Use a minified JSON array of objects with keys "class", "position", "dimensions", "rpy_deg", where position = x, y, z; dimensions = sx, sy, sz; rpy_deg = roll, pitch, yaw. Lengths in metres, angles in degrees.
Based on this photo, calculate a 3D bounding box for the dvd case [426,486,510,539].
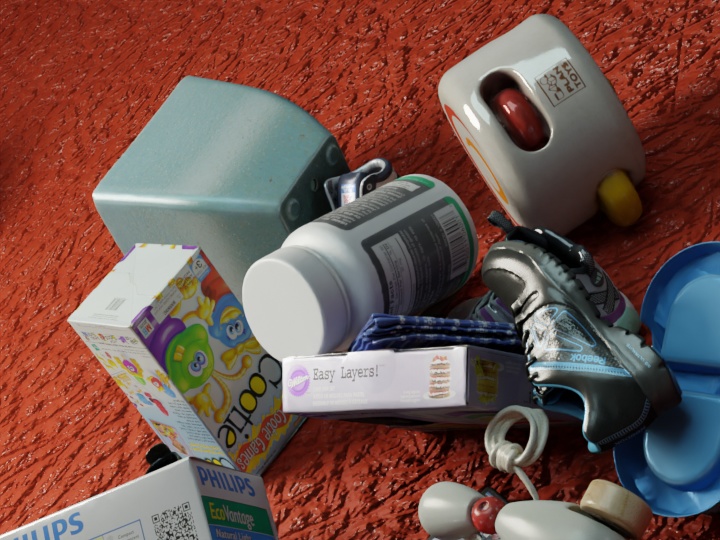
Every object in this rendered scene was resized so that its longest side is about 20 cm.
[{"class":"dvd case","position":[0.059,0.258,1.425],"dimensions":[0.200,0.018,0.143],"rpy_deg":[-40,29,-8]}]

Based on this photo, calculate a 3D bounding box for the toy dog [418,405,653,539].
[{"class":"toy dog","position":[0.137,0.198,1.354],"dimensions":[0.132,0.096,0.200],"rpy_deg":[-44,33,-3]}]

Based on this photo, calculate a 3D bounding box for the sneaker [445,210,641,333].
[{"class":"sneaker","position":[0.130,0.007,1.598],"dimensions":[0.199,0.140,0.078],"rpy_deg":[-4,41,41]}]

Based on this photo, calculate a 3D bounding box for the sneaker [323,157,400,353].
[{"class":"sneaker","position":[-0.008,-0.020,1.812],"dimensions":[0.070,0.109,0.201],"rpy_deg":[-3,41,43]}]

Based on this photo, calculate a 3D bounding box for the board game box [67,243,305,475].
[{"class":"board game box","position":[-0.150,0.084,1.707],"dimensions":[0.104,0.201,0.103],"rpy_deg":[4,46,49]}]

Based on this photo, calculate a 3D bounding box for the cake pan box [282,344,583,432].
[{"class":"cake pan box","position":[0.062,0.096,1.507],"dimensions":[0.199,0.183,0.053],"rpy_deg":[-5,76,39]}]

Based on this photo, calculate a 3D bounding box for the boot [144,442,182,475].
[{"class":"boot","position":[-0.124,0.240,1.515],"dimensions":[0.077,0.139,0.200],"rpy_deg":[-34,30,0]}]

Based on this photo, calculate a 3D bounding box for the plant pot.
[{"class":"plant pot","position":[-0.108,-0.062,1.909],"dimensions":[0.198,0.197,0.196],"rpy_deg":[4,45,35]}]

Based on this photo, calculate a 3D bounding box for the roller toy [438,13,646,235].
[{"class":"roller toy","position":[0.170,-0.131,1.718],"dimensions":[0.139,0.183,0.200],"rpy_deg":[-33,29,0]}]

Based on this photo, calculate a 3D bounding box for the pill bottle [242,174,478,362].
[{"class":"pill bottle","position":[0.000,0.000,1.609],"dimensions":[0.112,0.114,0.199],"rpy_deg":[-1,19,44]}]

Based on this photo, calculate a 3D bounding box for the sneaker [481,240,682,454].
[{"class":"sneaker","position":[0.142,0.051,1.379],"dimensions":[0.082,0.073,0.200],"rpy_deg":[-40,48,-7]}]

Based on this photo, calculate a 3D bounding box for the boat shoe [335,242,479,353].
[{"class":"boat shoe","position":[0.037,0.032,1.733],"dimensions":[0.200,0.070,0.070],"rpy_deg":[-47,-9,-33]}]

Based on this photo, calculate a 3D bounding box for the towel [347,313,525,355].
[{"class":"towel","position":[0.093,0.063,1.498],"dimensions":[0.145,0.198,0.024],"rpy_deg":[122,151,-77]}]

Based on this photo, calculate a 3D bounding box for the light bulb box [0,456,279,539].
[{"class":"light bulb box","position":[-0.155,0.272,1.419],"dimensions":[0.197,0.125,0.202],"rpy_deg":[-23,69,17]}]

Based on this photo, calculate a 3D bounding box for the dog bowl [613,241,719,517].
[{"class":"dog bowl","position":[0.252,0.082,1.370],"dimensions":[0.111,0.049,0.202],"rpy_deg":[6,79,42]}]
